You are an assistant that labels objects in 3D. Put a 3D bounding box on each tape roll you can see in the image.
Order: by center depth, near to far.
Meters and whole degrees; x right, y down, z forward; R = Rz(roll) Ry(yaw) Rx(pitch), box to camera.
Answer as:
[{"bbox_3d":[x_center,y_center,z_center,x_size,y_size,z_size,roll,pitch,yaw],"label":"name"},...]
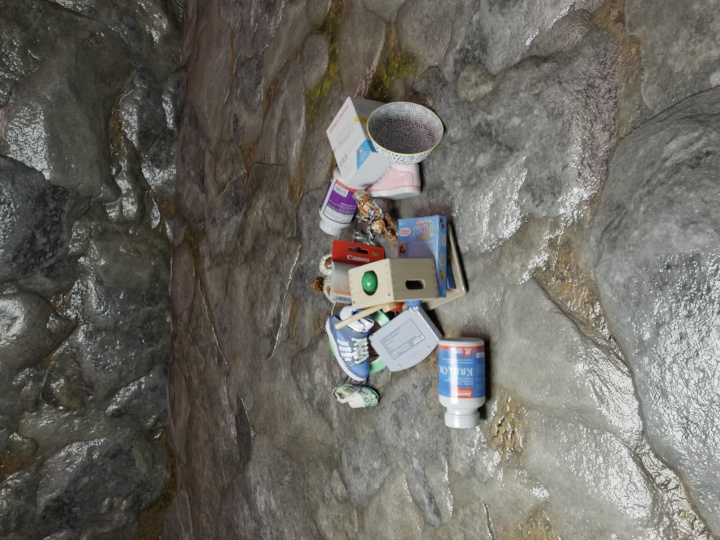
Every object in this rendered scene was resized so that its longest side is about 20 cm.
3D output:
[{"bbox_3d":[0.011,0.187,1.810,0.198,0.048,0.203,3,102,16],"label":"tape roll"}]

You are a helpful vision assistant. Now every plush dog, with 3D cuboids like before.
[{"bbox_3d":[-0.049,0.025,1.920,0.172,0.198,0.161,-55,14,27],"label":"plush dog"}]

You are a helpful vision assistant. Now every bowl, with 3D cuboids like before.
[{"bbox_3d":[0.112,-0.338,1.672,0.095,0.198,0.202,95,154,-54],"label":"bowl"}]

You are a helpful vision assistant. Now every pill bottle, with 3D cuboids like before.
[{"bbox_3d":[0.240,0.264,1.522,0.112,0.111,0.203,-3,88,55],"label":"pill bottle"},{"bbox_3d":[-0.057,-0.211,1.951,0.113,0.111,0.201,55,133,39],"label":"pill bottle"}]

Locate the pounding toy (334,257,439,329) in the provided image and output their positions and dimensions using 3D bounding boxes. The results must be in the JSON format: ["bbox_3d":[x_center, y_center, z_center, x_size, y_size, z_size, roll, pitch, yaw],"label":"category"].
[{"bbox_3d":[0.058,0.056,1.569,0.183,0.198,0.144,-16,79,50],"label":"pounding toy"}]

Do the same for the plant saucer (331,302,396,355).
[{"bbox_3d":[0.014,0.142,1.844,0.198,0.037,0.203,3,101,16],"label":"plant saucer"}]

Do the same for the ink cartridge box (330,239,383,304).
[{"bbox_3d":[0.000,0.000,1.783,0.050,0.160,0.202,121,154,-58],"label":"ink cartridge box"}]

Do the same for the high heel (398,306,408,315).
[{"bbox_3d":[0.101,0.095,1.735,0.067,0.095,0.203,-23,71,53],"label":"high heel"}]

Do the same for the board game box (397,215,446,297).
[{"bbox_3d":[0.155,-0.034,1.636,0.150,0.036,0.203,0,90,51],"label":"board game box"}]

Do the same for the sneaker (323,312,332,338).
[{"bbox_3d":[-0.059,0.171,1.997,0.071,0.097,0.201,62,161,16],"label":"sneaker"}]

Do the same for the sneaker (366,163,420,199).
[{"bbox_3d":[0.093,-0.253,1.768,0.199,0.075,0.106,-2,87,53],"label":"sneaker"}]

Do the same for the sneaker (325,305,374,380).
[{"bbox_3d":[-0.004,0.190,1.725,0.146,0.080,0.202,-32,85,46],"label":"sneaker"}]

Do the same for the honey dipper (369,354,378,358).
[{"bbox_3d":[0.038,0.194,1.886,0.038,0.038,0.203,-1,87,55],"label":"honey dipper"}]

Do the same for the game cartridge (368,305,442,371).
[{"bbox_3d":[0.122,0.184,1.704,0.200,0.040,0.134,-39,83,39],"label":"game cartridge"}]

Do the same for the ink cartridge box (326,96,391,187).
[{"bbox_3d":[0.018,-0.359,1.810,0.147,0.143,0.202,-45,55,45],"label":"ink cartridge box"}]

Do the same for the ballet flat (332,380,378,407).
[{"bbox_3d":[-0.021,0.383,1.938,0.199,0.073,0.075,-1,89,58],"label":"ballet flat"}]

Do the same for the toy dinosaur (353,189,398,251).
[{"bbox_3d":[0.044,-0.129,1.789,0.202,0.101,0.136,69,157,12],"label":"toy dinosaur"}]

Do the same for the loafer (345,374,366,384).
[{"bbox_3d":[-0.013,0.242,1.921,0.072,0.062,0.203,-171,81,-77],"label":"loafer"}]

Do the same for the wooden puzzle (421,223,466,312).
[{"bbox_3d":[0.182,0.000,1.661,0.199,0.046,0.188,-32,64,51],"label":"wooden puzzle"}]
